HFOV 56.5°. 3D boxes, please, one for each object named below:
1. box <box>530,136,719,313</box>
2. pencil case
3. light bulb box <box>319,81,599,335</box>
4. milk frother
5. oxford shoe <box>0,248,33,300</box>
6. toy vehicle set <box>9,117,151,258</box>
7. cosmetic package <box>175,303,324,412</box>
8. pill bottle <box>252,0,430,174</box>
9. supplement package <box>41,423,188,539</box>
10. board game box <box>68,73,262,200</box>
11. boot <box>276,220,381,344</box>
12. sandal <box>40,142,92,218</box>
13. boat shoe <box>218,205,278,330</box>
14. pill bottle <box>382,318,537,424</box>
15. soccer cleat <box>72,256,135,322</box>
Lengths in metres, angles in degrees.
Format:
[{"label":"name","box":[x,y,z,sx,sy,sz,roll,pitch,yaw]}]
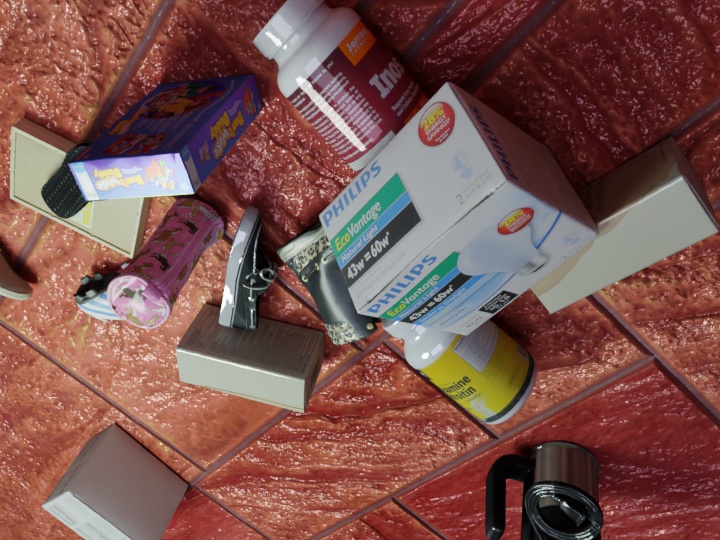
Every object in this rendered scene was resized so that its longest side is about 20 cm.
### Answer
[{"label":"box","box":[0.274,-0.046,0.737,0.198,0.096,0.078,-34,111,32]},{"label":"pencil case","box":[-0.243,-0.014,0.852,0.081,0.202,0.088,19,128,0]},{"label":"light bulb box","box":[0.101,-0.048,0.685,0.198,0.127,0.198,14,133,-47]},{"label":"milk frother","box":[0.285,0.318,0.939,0.178,0.190,0.201,30,128,-8]},{"label":"oxford shoe","box":[-0.594,-0.028,1.043,0.200,0.075,0.058,43,90,-17]},{"label":"toy vehicle set","box":[-0.393,-0.111,0.939,0.197,0.027,0.125,27,128,-3]},{"label":"cosmetic package","box":[-0.160,0.128,0.994,0.195,0.104,0.074,12,129,9]},{"label":"pill bottle","box":[-0.014,-0.195,0.704,0.112,0.114,0.200,-34,111,34]},{"label":"supplement package","box":[-0.458,0.427,1.271,0.110,0.157,0.200,-30,113,34]},{"label":"board game box","box":[-0.205,-0.152,0.740,0.131,0.202,0.046,-1,127,18]},{"label":"boot","box":[0.000,0.000,0.846,0.201,0.073,0.156,-22,100,37]},{"label":"sandal","box":[-0.360,-0.123,0.882,0.197,0.045,0.076,-15,115,43]},{"label":"boat shoe","box":[-0.148,0.004,0.918,0.066,0.074,0.203,15,122,-5]},{"label":"pill bottle","box":[0.127,0.101,0.877,0.199,0.113,0.112,38,127,-12]},{"label":"soccer cleat","box":[-0.340,0.032,1.011,0.196,0.071,0.087,-11,138,27]}]
